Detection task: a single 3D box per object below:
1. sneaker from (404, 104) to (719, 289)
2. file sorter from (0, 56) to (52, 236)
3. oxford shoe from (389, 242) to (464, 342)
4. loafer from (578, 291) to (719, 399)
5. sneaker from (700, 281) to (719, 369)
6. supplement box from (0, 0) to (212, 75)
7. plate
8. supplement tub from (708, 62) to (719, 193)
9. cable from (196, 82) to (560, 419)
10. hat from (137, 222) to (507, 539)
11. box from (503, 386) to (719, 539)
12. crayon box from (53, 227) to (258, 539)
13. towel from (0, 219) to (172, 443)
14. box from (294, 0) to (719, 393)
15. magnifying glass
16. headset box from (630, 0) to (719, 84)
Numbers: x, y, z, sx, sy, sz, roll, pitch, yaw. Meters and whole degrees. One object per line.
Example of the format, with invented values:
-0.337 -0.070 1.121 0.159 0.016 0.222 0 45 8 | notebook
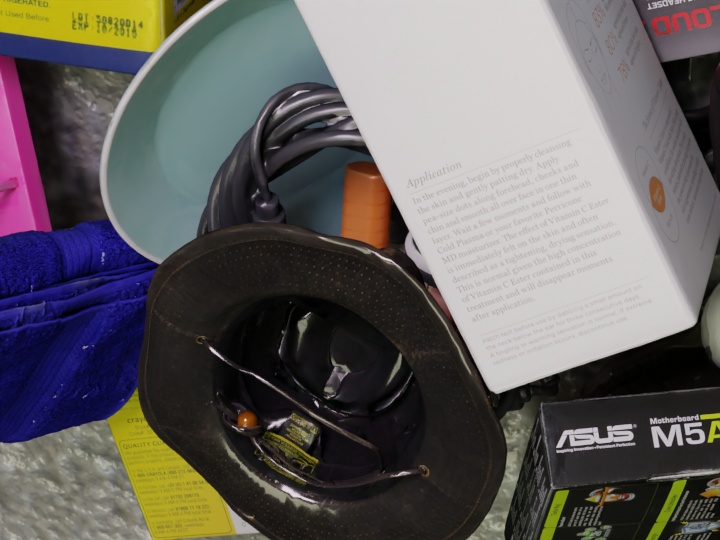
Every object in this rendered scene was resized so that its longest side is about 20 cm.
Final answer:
0.112 -0.048 0.983 0.199 0.072 0.083 -12 125 15 | sneaker
-0.260 -0.072 1.014 0.138 0.125 0.201 -6 100 35 | file sorter
0.019 0.074 1.094 0.073 0.071 0.201 20 117 21 | oxford shoe
0.200 0.033 1.008 0.199 0.067 0.076 -20 103 10 | loafer
0.253 0.012 0.921 0.199 0.087 0.075 -12 103 -3 | sneaker
-0.125 -0.207 0.949 0.108 0.110 0.201 10 122 13 | supplement box
-0.036 -0.078 0.980 0.026 0.199 0.201 57 131 34 | plate
0.260 -0.061 0.887 0.199 0.107 0.108 -11 117 -2 | supplement tub
0.000 0.000 0.979 0.162 0.051 0.201 -16 115 31 | cable
-0.006 0.042 0.929 0.200 0.081 0.201 18 133 20 | hat
0.171 0.105 0.971 0.192 0.048 0.200 -4 157 -2 | box
-0.082 0.050 1.115 0.126 0.051 0.201 -7 117 21 | crayon box
-0.172 0.044 0.997 0.050 0.199 0.148 46 124 23 | towel
0.066 -0.073 0.855 0.097 0.124 0.201 -20 107 24 | box
-0.002 0.042 1.041 0.079 0.022 0.201 16 114 26 | magnifying glass
0.102 -0.174 0.914 0.148 0.077 0.201 -8 114 22 | headset box
